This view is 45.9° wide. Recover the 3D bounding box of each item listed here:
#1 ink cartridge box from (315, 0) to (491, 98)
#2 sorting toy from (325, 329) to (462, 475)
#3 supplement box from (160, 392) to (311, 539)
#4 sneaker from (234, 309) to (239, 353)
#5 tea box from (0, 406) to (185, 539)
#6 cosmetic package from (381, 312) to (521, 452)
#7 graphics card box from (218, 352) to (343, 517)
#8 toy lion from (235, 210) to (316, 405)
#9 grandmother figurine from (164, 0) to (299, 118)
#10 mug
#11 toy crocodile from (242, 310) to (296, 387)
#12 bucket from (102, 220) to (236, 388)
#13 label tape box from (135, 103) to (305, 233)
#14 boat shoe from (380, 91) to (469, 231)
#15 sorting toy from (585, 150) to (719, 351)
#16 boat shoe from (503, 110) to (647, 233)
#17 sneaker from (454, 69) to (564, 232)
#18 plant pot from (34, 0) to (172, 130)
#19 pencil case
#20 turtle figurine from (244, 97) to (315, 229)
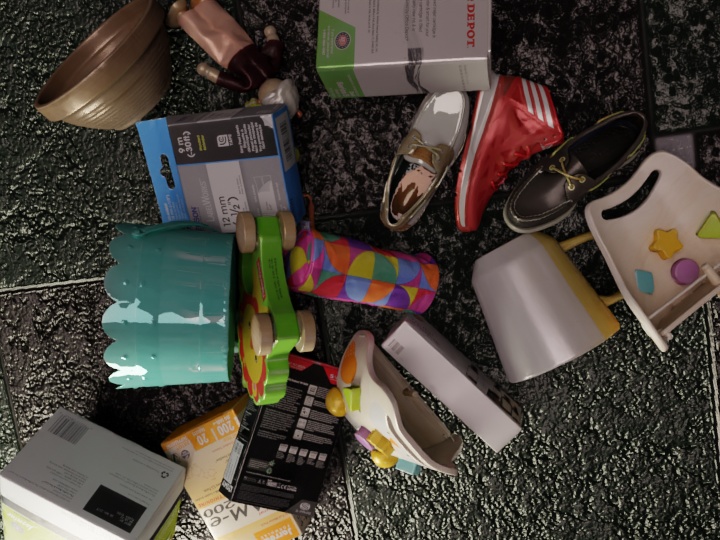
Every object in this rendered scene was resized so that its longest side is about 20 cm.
[{"bbox_3d":[0.056,-0.289,1.005,0.200,0.084,0.146,0,75,11],"label":"ink cartridge box"},{"bbox_3d":[0.049,0.188,1.045,0.107,0.180,0.200,-42,102,-9],"label":"sorting toy"},{"bbox_3d":[-0.169,0.291,1.187,0.126,0.074,0.200,-28,95,15],"label":"supplement box"},{"bbox_3d":[-0.256,0.076,1.164,0.200,0.078,0.140,42,109,16],"label":"sneaker"},{"bbox_3d":[-0.366,0.328,1.164,0.200,0.134,0.197,25,131,6],"label":"tea box"},{"bbox_3d":[0.121,0.138,1.100,0.200,0.083,0.051,43,102,0],"label":"cosmetic package"},{"bbox_3d":[-0.093,0.212,1.112,0.125,0.051,0.200,20,83,-29],"label":"graphics card box"},{"bbox_3d":[-0.117,0.052,1.014,0.069,0.192,0.200,-4,69,-21],"label":"toy lion"},{"bbox_3d":[-0.149,-0.269,1.075,0.121,0.061,0.200,-40,83,-13],"label":"grandmother figurine"},{"bbox_3d":[0.224,0.030,1.051,0.149,0.186,0.153,-34,83,47],"label":"mug"},{"bbox_3d":[-0.122,0.109,1.148,0.067,0.062,0.200,9,102,5],"label":"toy crocodile"},{"bbox_3d":[-0.217,0.041,1.002,0.135,0.207,0.207,2,101,-6],"label":"bucket"},{"bbox_3d":[-0.179,-0.120,1.048,0.200,0.066,0.143,-4,113,12],"label":"label tape box"},{"bbox_3d":[0.082,-0.140,1.061,0.075,0.068,0.200,22,104,6],"label":"boat shoe"},{"bbox_3d":[0.361,-0.038,0.995,0.200,0.107,0.180,-37,88,-3],"label":"sorting toy"},{"bbox_3d":[0.252,-0.120,1.000,0.201,0.061,0.072,-37,75,-9],"label":"boat shoe"},{"bbox_3d":[0.185,-0.137,1.039,0.115,0.078,0.200,12,104,10],"label":"sneaker"},{"bbox_3d":[-0.305,-0.245,1.072,0.201,0.201,0.093,-34,124,15],"label":"plant pot"},{"bbox_3d":[0.000,0.000,1.054,0.200,0.088,0.088,14,106,-29],"label":"pencil case"},{"bbox_3d":[-0.142,-0.127,1.108,0.161,0.064,0.200,-14,98,13],"label":"turtle figurine"}]
